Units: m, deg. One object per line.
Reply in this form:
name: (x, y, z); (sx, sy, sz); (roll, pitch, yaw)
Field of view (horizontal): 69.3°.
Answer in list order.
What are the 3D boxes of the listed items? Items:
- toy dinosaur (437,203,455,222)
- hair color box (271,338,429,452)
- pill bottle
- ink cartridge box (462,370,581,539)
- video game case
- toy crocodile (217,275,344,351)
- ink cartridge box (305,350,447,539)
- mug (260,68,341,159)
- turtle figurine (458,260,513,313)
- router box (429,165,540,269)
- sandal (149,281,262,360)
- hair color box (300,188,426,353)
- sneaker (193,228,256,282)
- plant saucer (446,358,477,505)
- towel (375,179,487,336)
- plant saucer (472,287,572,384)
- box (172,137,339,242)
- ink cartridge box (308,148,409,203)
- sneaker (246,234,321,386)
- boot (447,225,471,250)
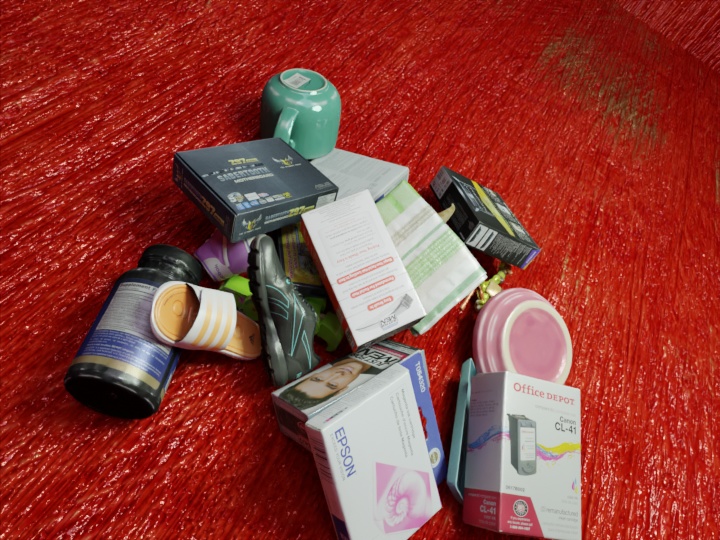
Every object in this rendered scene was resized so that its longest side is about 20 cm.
toy dinosaur: (0.116, -0.063, 0.860); (0.198, 0.059, 0.102); (-29, 66, -26)
hair color box: (-0.010, 0.163, 0.710); (0.198, 0.098, 0.062); (-23, 108, -34)
pill bottle: (-0.272, 0.070, 0.656); (0.110, 0.112, 0.203); (19, 51, -10)
ink cartridge box: (0.227, 0.256, 0.727); (0.145, 0.085, 0.204); (16, 70, -21)
video game case: (-0.052, -0.029, 0.848); (0.177, 0.026, 0.202); (9, 40, -22)
toy crocodile: (-0.115, 0.059, 0.773); (0.196, 0.062, 0.068); (20, 33, -7)
ink cartridge box: (0.041, 0.233, 0.652); (0.198, 0.043, 0.200); (-25, 106, -35)
mug: (-0.105, -0.287, 0.954); (0.149, 0.116, 0.187); (-7, 47, -21)
turtle figurine: (0.243, 0.060, 0.927); (0.161, 0.064, 0.200); (45, 41, 0)
router box: (0.231, -0.103, 0.988); (0.155, 0.053, 0.202); (19, 32, -27)
sandal: (-0.174, 0.065, 0.665); (0.206, 0.058, 0.081); (33, 51, -56)
hair color box: (0.000, 0.000, 0.745); (0.109, 0.064, 0.203); (-21, 76, -13)
sneaker: (-0.207, -0.060, 0.804); (0.113, 0.073, 0.202); (-26, 35, 5)
plant saucer: (0.154, 0.233, 0.772); (0.019, 0.071, 0.202); (-3, 46, 25)
towel: (0.079, -0.021, 0.801); (0.148, 0.031, 0.201); (-38, 79, -7)
plant saucer: (0.276, 0.128, 0.856); (0.196, 0.051, 0.205); (5, 79, -24)
box: (-0.153, -0.129, 0.777); (0.157, 0.052, 0.198); (42, 41, 25)
ink cartridge box: (-0.039, -0.158, 0.931); (0.197, 0.044, 0.196); (18, 37, 22)
sneaker: (-0.104, 0.050, 0.703); (0.078, 0.075, 0.205); (-12, 101, -20)
boot: (0.090, -0.042, 0.923); (0.167, 0.077, 0.200); (40, 54, 11)
